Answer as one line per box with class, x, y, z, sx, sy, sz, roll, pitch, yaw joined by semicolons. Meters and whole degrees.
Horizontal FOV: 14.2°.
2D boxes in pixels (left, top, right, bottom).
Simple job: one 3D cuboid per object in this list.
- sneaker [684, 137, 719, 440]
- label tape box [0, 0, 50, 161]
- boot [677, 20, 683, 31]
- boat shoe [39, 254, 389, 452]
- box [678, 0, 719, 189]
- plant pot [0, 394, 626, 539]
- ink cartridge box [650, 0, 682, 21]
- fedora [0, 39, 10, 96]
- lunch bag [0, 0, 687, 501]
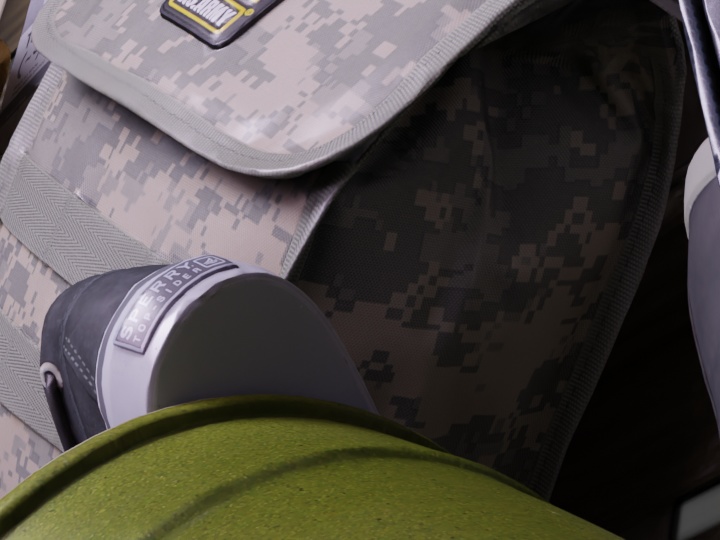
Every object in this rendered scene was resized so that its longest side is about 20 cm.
sneaker;0.151;-0.002;0.536;0.200;0.075;0.107;-27;45;34
label tape box;-0.076;-0.116;1.159;0.144;0.063;0.201;-36;33;44
boot;0.060;-0.063;0.809;0.200;0.076;0.156;29;95;58
boat shoe;-0.009;0.082;0.634;0.069;0.201;0.057;-36;25;-30
box;0.156;-0.038;0.462;0.199;0.051;0.158;-21;54;19
plant pot;0.032;0.131;0.512;0.193;0.200;0.201;6;67;52
ink cartridge box;0.142;-0.133;0.625;0.200;0.144;0.084;-50;23;20
fedora;-0.186;-0.053;1.124;0.201;0.081;0.201;-162;90;-80
lunch bag;-0.016;-0.013;0.729;0.164;0.117;0.201;33;106;54
